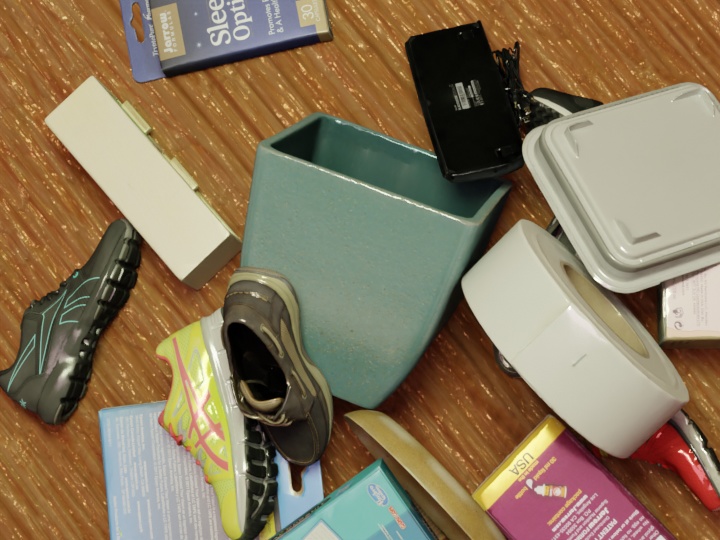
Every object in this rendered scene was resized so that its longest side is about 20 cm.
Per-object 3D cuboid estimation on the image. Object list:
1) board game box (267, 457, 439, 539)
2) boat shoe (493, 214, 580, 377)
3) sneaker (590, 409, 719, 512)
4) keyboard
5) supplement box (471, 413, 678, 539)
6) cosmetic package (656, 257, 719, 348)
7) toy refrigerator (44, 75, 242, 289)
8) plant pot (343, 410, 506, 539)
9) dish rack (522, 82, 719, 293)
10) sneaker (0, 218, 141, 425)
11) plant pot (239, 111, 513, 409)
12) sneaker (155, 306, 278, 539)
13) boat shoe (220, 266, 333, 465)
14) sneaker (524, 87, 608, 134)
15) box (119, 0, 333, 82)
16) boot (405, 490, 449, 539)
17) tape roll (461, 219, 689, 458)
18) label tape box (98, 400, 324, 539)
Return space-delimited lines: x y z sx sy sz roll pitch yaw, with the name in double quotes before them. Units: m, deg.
"board game box" -0.020 0.277 1.337 0.199 0.047 0.152 -35 91 5
"boat shoe" 0.169 0.004 1.423 0.066 0.057 0.202 32 101 18
"sneaker" 0.244 0.142 1.413 0.085 0.077 0.200 -44 69 5
"keyboard" 0.106 -0.146 1.441 0.103 0.040 0.202 -11 47 0
"supplement box" 0.197 0.230 1.371 0.103 0.131 0.200 -44 81 -2
"cosmetic package" 0.359 0.028 1.392 0.197 0.104 0.074 0 83 8
"toy refrigerator" -0.197 -0.082 1.488 0.070 0.076 0.200 -42 79 0
"plant pot" 0.063 0.187 1.360 0.027 0.200 0.200 -43 80 -7
"dish rack" 0.253 -0.081 1.358 0.198 0.044 0.173 -17 63 -23
"sneaker" -0.269 0.038 1.482 0.079 0.075 0.202 25 86 12
"plant pot" 0.000 0.000 1.398 0.194 0.196 0.202 20 107 9
"sneaker" -0.129 0.140 1.394 0.089 0.078 0.203 -15 74 12
"boat shoe" -0.078 0.092 1.332 0.074 0.202 0.074 1 38 26
"sneaker" 0.243 -0.118 1.453 0.199 0.070 0.090 31 58 18
"box" -0.134 -0.258 1.526 0.197 0.032 0.123 -13 81 6
"boot" 0.009 0.308 1.395 0.199 0.077 0.156 -34 84 -6
"tape roll" 0.174 0.054 1.305 0.071 0.202 0.203 -43 80 14
"label tape box" -0.129 0.186 1.451 0.197 0.063 0.146 -7 81 5
